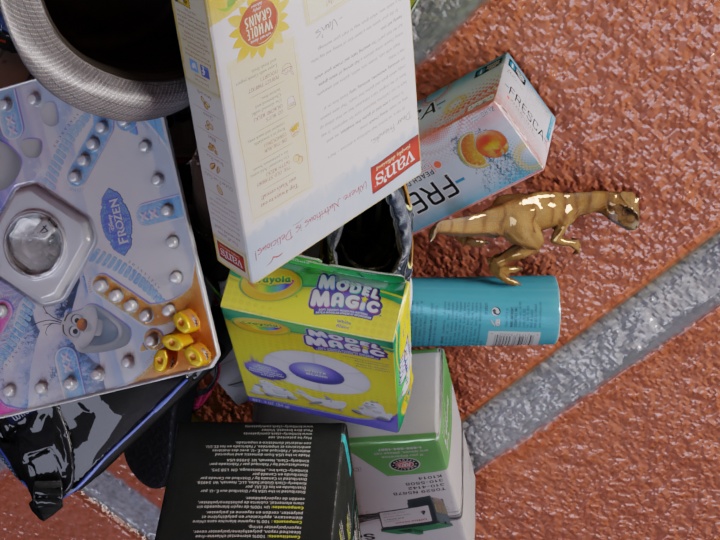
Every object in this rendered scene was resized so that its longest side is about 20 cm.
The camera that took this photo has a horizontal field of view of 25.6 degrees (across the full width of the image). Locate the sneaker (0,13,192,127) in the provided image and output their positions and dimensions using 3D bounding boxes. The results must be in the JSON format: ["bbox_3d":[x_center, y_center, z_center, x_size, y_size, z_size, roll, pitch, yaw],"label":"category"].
[{"bbox_3d":[-0.184,-0.170,1.068,0.199,0.079,0.076,34,148,7],"label":"sneaker"}]

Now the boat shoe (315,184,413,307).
[{"bbox_3d":[0.000,0.000,1.063,0.070,0.091,0.202,1,127,2],"label":"boat shoe"}]

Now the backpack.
[{"bbox_3d":[-0.204,0.028,1.076,0.183,0.147,0.200,-43,90,5],"label":"backpack"}]

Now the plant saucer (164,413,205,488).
[{"bbox_3d":[-0.104,0.205,1.296,0.199,0.048,0.201,25,150,57],"label":"plant saucer"}]

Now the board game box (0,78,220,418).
[{"bbox_3d":[-0.204,-0.016,0.987,0.198,0.026,0.202,-13,90,11],"label":"board game box"}]

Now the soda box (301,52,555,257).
[{"bbox_3d":[0.036,-0.070,1.111,0.199,0.069,0.064,-25,117,31],"label":"soda box"}]

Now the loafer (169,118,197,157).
[{"bbox_3d":[-0.111,-0.117,1.119,0.198,0.070,0.071,19,129,23],"label":"loafer"}]

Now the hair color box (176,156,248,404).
[{"bbox_3d":[-0.104,-0.002,1.207,0.110,0.064,0.201,-24,116,28],"label":"hair color box"}]

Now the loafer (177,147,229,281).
[{"bbox_3d":[-0.089,-0.052,1.048,0.071,0.073,0.200,38,159,-2],"label":"loafer"}]

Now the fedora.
[{"bbox_3d":[-0.140,-0.172,0.854,0.090,0.199,0.179,8,104,42],"label":"fedora"}]

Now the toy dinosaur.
[{"bbox_3d":[0.101,-0.035,1.101,0.198,0.061,0.106,-11,158,-29],"label":"toy dinosaur"}]

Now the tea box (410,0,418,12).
[{"bbox_3d":[-0.059,-0.209,0.990,0.199,0.134,0.197,29,130,-8],"label":"tea box"}]

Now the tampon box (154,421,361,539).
[{"bbox_3d":[-0.072,0.226,1.094,0.125,0.201,0.151,0,129,6],"label":"tampon box"}]

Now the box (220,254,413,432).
[{"bbox_3d":[-0.025,0.044,1.042,0.116,0.049,0.201,11,154,8],"label":"box"}]

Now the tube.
[{"bbox_3d":[0.046,0.031,1.165,0.197,0.051,0.078,-1,130,-4],"label":"tube"}]

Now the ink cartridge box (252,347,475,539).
[{"bbox_3d":[0.008,0.152,1.237,0.144,0.085,0.201,-5,142,10],"label":"ink cartridge box"}]

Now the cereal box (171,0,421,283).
[{"bbox_3d":[-0.031,-0.110,0.888,0.039,0.143,0.202,30,140,36],"label":"cereal box"}]

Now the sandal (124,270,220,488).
[{"bbox_3d":[-0.138,0.076,1.199,0.075,0.045,0.202,39,129,31],"label":"sandal"}]

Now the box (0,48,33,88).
[{"bbox_3d":[-0.293,-0.084,1.166,0.126,0.109,0.202,14,129,2],"label":"box"}]
